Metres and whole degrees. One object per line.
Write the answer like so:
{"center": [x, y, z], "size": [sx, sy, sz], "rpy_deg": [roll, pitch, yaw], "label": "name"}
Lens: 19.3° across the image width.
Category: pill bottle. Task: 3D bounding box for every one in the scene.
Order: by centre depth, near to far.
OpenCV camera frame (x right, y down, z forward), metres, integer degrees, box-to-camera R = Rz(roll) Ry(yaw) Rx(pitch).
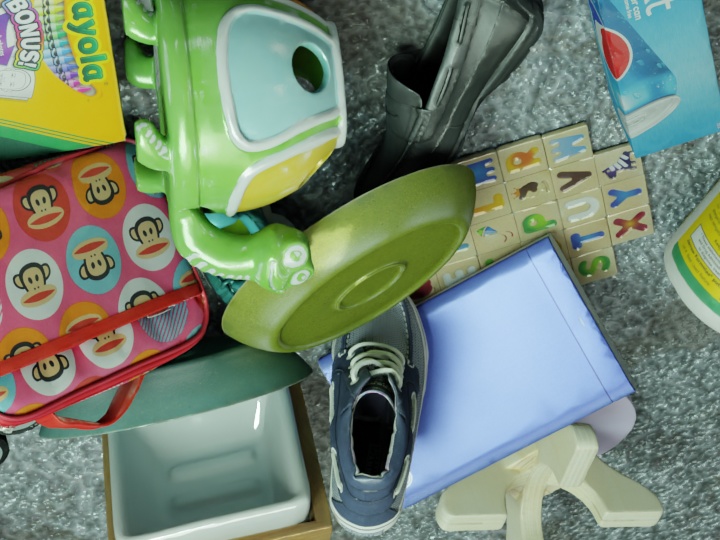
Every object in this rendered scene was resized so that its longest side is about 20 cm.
{"center": [0.316, -0.049, 1.513], "size": [0.113, 0.113, 0.200], "rpy_deg": [15, 129, -28], "label": "pill bottle"}

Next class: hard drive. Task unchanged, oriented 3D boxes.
{"center": [0.086, 0.077, 1.582], "size": [0.200, 0.025, 0.132], "rpy_deg": [-29, 95, 15], "label": "hard drive"}

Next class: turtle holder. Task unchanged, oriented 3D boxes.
{"center": [-0.075, -0.093, 1.305], "size": [0.132, 0.186, 0.141], "rpy_deg": [-5, 149, -8], "label": "turtle holder"}

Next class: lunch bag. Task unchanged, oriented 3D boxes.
{"center": [-0.197, 0.020, 1.356], "size": [0.200, 0.176, 0.082], "rpy_deg": [-24, -171, -42], "label": "lunch bag"}

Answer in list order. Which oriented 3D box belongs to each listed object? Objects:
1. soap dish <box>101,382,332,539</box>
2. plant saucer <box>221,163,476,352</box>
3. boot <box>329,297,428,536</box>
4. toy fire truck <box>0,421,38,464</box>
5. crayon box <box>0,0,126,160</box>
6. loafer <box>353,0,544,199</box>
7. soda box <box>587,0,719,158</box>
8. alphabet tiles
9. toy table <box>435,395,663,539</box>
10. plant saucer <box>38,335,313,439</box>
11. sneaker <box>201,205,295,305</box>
{"center": [-0.106, 0.161, 1.552], "size": [0.157, 0.200, 0.081], "rpy_deg": [-13, 119, -2], "label": "soap dish"}
{"center": [0.000, 0.000, 1.428], "size": [0.200, 0.031, 0.200], "rpy_deg": [-30, 165, -9], "label": "plant saucer"}
{"center": [0.015, 0.080, 1.492], "size": [0.073, 0.200, 0.090], "rpy_deg": [3, 150, -3], "label": "boot"}
{"center": [-0.305, 0.031, 1.439], "size": [0.200, 0.129, 0.176], "rpy_deg": [17, 130, -43], "label": "toy fire truck"}
{"center": [-0.213, -0.159, 1.289], "size": [0.119, 0.058, 0.200], "rpy_deg": [-9, 137, -5], "label": "crayon box"}
{"center": [0.044, -0.118, 1.402], "size": [0.070, 0.068, 0.201], "rpy_deg": [21, 123, -22], "label": "loafer"}
{"center": [0.187, -0.169, 1.386], "size": [0.068, 0.064, 0.200], "rpy_deg": [-18, 137, 4], "label": "soda box"}
{"center": [0.114, -0.032, 1.553], "size": [0.200, 0.006, 0.167], "rpy_deg": [-16, 138, 2], "label": "alphabet tiles"}
{"center": [0.134, 0.154, 1.675], "size": [0.200, 0.117, 0.184], "rpy_deg": [-7, 137, -10], "label": "toy table"}
{"center": [-0.134, 0.077, 1.508], "size": [0.200, 0.200, 0.036], "rpy_deg": [-13, 94, -1], "label": "plant saucer"}
{"center": [-0.081, -0.004, 1.473], "size": [0.077, 0.080, 0.200], "rpy_deg": [-23, 141, 8], "label": "sneaker"}
